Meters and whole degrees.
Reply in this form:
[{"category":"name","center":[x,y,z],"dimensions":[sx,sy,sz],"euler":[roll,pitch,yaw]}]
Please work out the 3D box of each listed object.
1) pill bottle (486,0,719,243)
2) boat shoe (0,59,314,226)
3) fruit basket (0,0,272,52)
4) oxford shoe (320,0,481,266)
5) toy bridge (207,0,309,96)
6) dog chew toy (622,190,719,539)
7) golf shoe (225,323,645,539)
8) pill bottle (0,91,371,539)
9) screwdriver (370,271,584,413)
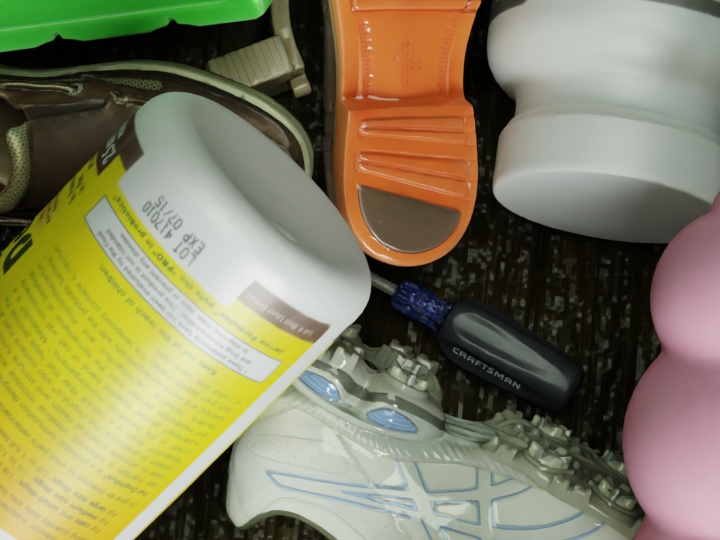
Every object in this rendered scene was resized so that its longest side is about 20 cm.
[{"category":"pill bottle","center":[0.112,-0.119,0.939],"dimensions":[0.116,0.116,0.200],"euler":[10,77,-1]},{"category":"boat shoe","center":[-0.121,-0.042,0.922],"dimensions":[0.202,0.075,0.075],"euler":[7,114,6]},{"category":"fruit basket","center":[-0.115,-0.188,0.911],"dimensions":[0.215,0.156,0.216],"euler":[-8,40,7]},{"category":"oxford shoe","center":[0.010,-0.104,0.932],"dimensions":[0.071,0.073,0.200],"euler":[5,93,-17]},{"category":"toy bridge","center":[-0.061,-0.162,0.978],"dimensions":[0.067,0.027,0.200],"euler":[-22,80,-7]},{"category":"dog chew toy","center":[0.145,0.070,0.818],"dimensions":[0.124,0.125,0.200],"euler":[-6,97,-4]},{"category":"golf shoe","center":[0.042,0.098,0.921],"dimensions":[0.200,0.078,0.097],"euler":[27,98,6]},{"category":"pill bottle","center":[-0.098,0.037,0.873],"dimensions":[0.200,0.109,0.109],"euler":[-45,82,15]},{"category":"screwdriver","center":[0.000,0.000,0.952],"dimensions":[0.200,0.029,0.028],"euler":[30,77,3]}]
